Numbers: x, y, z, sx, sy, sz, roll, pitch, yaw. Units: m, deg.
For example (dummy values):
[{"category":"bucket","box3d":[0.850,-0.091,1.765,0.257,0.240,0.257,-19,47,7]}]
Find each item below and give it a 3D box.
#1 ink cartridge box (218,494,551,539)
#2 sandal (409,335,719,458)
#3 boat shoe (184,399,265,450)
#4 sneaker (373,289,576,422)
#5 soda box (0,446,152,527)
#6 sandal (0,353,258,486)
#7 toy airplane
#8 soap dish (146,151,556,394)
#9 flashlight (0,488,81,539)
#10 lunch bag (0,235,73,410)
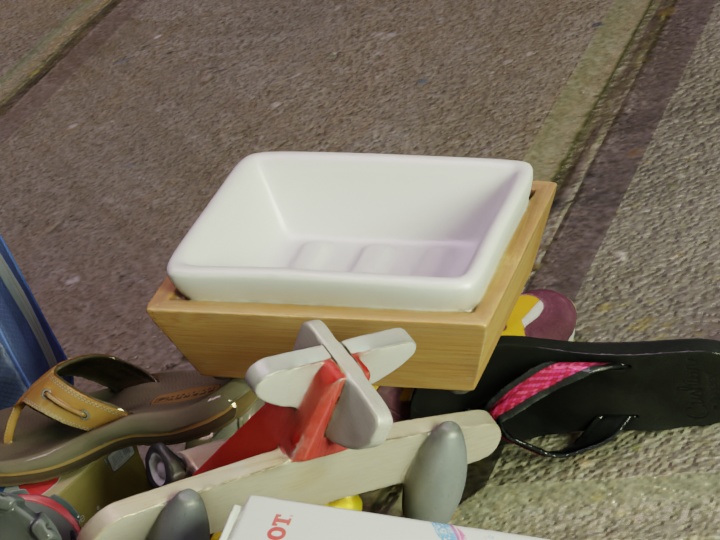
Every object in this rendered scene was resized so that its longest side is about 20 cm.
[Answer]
[{"category":"ink cartridge box","box3d":[0.023,0.186,1.007,0.200,0.085,0.145,9,30,9]},{"category":"sandal","box3d":[0.119,0.075,1.260,0.200,0.075,0.045,-6,38,20]},{"category":"boat shoe","box3d":[-0.075,0.069,1.407,0.065,0.072,0.200,-12,31,11]},{"category":"sneaker","box3d":[0.044,0.046,1.344,0.200,0.090,0.075,-30,27,-22]},{"category":"soda box","box3d":[-0.208,0.169,1.294,0.068,0.064,0.200,2,31,38]},{"category":"sandal","box3d":[-0.154,0.076,1.305,0.200,0.054,0.080,-14,23,19]},{"category":"toy airplane","box3d":[-0.029,0.118,1.170,0.200,0.141,0.199,-25,-18,8]},{"category":"soap dish","box3d":[0.000,0.000,1.270,0.200,0.081,0.157,2,32,20]},{"category":"flashlight","box3d":[-0.170,0.143,1.112,0.068,0.068,0.200,-16,-3,-8]},{"category":"lunch bag","box3d":[-0.278,0.049,1.430,0.136,0.200,0.132,-22,21,5]}]
